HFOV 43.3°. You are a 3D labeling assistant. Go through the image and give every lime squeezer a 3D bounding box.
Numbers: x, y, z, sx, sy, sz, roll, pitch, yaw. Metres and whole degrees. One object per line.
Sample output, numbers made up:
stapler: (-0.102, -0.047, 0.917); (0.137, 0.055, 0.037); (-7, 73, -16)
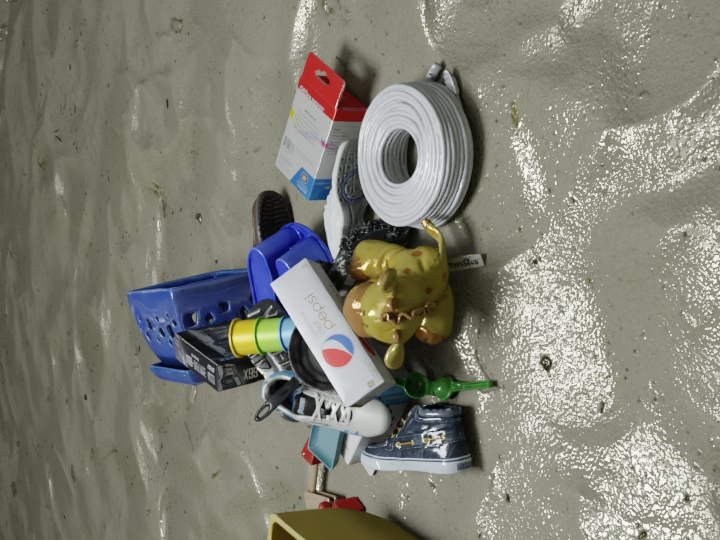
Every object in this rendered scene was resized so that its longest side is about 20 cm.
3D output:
lime squeezer: (0.094, 0.152, 1.251); (0.199, 0.071, 0.038); (3, 54, 26)

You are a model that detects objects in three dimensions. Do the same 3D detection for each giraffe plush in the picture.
giraffe plush: (0.047, 0.043, 1.179); (0.200, 0.162, 0.173); (-29, 97, 36)

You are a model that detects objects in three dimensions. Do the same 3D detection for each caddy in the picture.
caddy: (-0.098, 0.023, 1.454); (0.141, 0.105, 0.201); (23, 130, 41)

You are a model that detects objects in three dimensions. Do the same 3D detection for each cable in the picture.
cable: (0.073, -0.157, 1.240); (0.200, 0.069, 0.201); (-43, 59, 46)

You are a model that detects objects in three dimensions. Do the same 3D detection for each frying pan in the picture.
frying pan: (-0.059, 0.144, 1.259); (0.115, 0.031, 0.191); (23, 90, 18)

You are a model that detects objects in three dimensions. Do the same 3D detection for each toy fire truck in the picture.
toy fire truck: (-0.057, 0.384, 1.485); (0.141, 0.049, 0.201); (43, 127, 43)

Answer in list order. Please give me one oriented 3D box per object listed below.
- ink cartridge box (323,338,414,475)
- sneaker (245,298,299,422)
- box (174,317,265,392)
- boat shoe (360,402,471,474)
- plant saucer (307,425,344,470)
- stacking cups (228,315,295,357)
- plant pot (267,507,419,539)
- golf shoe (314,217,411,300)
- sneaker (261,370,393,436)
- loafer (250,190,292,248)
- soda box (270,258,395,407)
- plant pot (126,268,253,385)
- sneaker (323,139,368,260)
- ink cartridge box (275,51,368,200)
ink cartridge box: (-0.002, 0.210, 1.377); (0.115, 0.068, 0.201); (50, 130, 40)
sneaker: (-0.121, 0.141, 1.410); (0.078, 0.090, 0.201); (-21, 77, 9)
box: (-0.185, 0.131, 1.509); (0.157, 0.199, 0.050); (25, 119, 51)
boat shoe: (0.075, 0.233, 1.281); (0.200, 0.071, 0.091); (-10, 84, 47)
plant saucer: (-0.038, 0.193, 1.352); (0.070, 0.019, 0.201); (32, 118, 48)
stacking cups: (-0.090, 0.089, 1.327); (0.199, 0.060, 0.061); (-7, 87, 17)
plant pot: (0.000, 0.451, 1.287); (0.195, 0.199, 0.195); (19, 108, 52)
golf shoe: (0.000, 0.000, 1.334); (0.200, 0.095, 0.078); (-34, 40, 11)
sneaker: (-0.050, 0.195, 1.291); (0.199, 0.072, 0.072); (14, 106, 21)
loafer: (-0.160, -0.037, 1.565); (0.071, 0.073, 0.201); (-5, 89, 53)
soda box: (-0.037, 0.084, 1.215); (0.064, 0.068, 0.200); (-36, 74, 8)
plant pot: (-0.285, 0.102, 1.653); (0.200, 0.199, 0.181); (-3, 98, 54)
sneaker: (-0.027, -0.099, 1.383); (0.087, 0.074, 0.201); (20, 109, 56)
ink cartridge box: (-0.056, -0.223, 1.411); (0.116, 0.067, 0.201); (48, 129, 39)
